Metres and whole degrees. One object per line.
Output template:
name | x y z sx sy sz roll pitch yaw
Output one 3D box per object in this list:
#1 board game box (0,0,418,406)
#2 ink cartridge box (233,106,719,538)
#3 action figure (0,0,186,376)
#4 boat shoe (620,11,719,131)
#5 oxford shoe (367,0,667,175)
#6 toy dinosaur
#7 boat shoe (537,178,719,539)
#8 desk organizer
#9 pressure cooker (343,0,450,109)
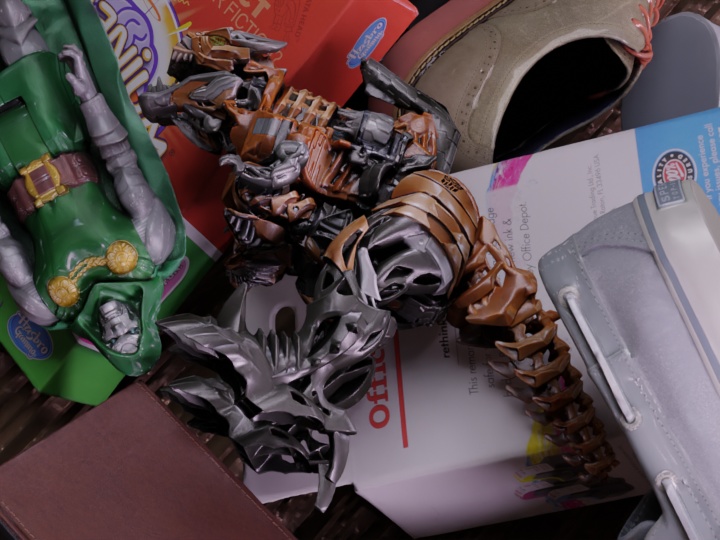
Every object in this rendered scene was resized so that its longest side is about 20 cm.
board game box | -0.093 -0.073 0.844 0.200 0.040 0.153 -51 60 12
ink cartridge box | 0.057 0.026 0.795 0.198 0.068 0.116 -13 63 18
action figure | -0.122 -0.051 0.791 0.118 0.055 0.201 -31 80 8
boat shoe | 0.140 -0.002 0.864 0.068 0.073 0.201 24 56 -37
oxford shoe | 0.098 -0.099 0.856 0.200 0.071 0.075 -42 47 -16
toy dinosaur | 0.000 0.000 0.734 0.199 0.102 0.136 32 70 30
boat shoe | 0.116 0.073 0.694 0.071 0.070 0.202 -23 93 16
desk organizer | -0.046 0.135 0.737 0.077 0.072 0.200 -31 59 -29
pressure cooker | 0.005 -0.177 0.929 0.178 0.177 0.200 -27 53 -22
